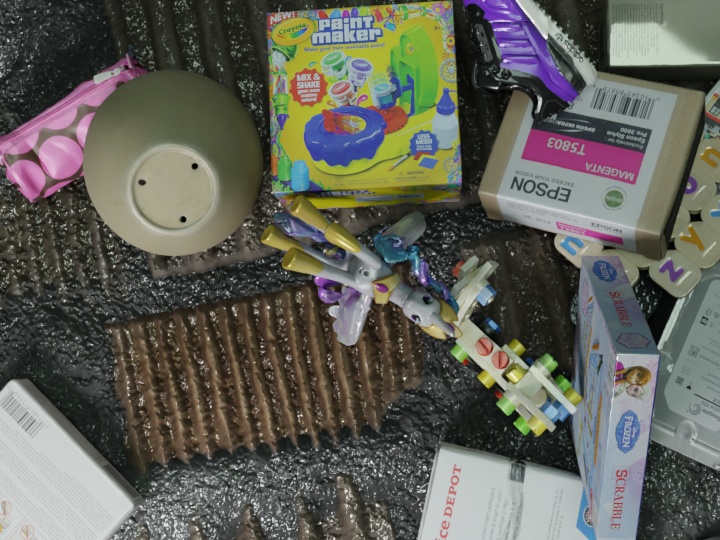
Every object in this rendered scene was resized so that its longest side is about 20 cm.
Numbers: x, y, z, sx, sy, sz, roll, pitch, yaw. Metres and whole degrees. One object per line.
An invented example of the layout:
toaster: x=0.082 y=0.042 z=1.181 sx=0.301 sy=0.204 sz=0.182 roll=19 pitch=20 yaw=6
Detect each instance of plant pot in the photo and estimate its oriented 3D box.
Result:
plant pot: x=-0.197 y=-0.100 z=1.073 sx=0.198 sy=0.135 sz=0.203 roll=-3 pitch=109 yaw=-9

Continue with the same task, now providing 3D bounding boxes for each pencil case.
pencil case: x=-0.316 y=-0.161 z=1.144 sx=0.199 sy=0.094 sz=0.091 roll=-34 pitch=70 yaw=1

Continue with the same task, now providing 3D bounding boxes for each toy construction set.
toy construction set: x=0.146 y=0.086 z=1.063 sx=0.092 sy=0.131 sz=0.201 roll=-31 pitch=72 yaw=4

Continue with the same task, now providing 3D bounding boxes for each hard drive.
hard drive: x=0.364 y=0.096 z=1.080 sx=0.139 sy=0.038 sz=0.202 roll=26 pitch=88 yaw=-14

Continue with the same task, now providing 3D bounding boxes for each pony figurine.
pony figurine: x=0.000 y=0.000 z=1.046 sx=0.199 sy=0.193 sz=0.168 roll=29 pitch=94 yaw=-23

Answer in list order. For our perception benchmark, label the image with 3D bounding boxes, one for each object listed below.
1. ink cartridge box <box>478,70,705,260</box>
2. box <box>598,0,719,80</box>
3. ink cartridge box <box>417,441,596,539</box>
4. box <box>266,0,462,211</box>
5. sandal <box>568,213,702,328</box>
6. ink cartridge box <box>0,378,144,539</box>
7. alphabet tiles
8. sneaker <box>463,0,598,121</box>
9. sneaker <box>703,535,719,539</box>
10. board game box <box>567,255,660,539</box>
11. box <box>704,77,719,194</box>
ink cartridge box: x=0.243 y=-0.120 z=1.073 sx=0.198 sy=0.075 sz=0.166 roll=15 pitch=77 yaw=22
box: x=0.363 y=-0.253 z=1.112 sx=0.197 sy=0.068 sz=0.083 roll=2 pitch=86 yaw=4
ink cartridge box: x=0.162 y=0.274 z=1.078 sx=0.197 sy=0.084 sz=0.146 roll=13 pitch=86 yaw=4
box: x=0.006 y=-0.174 z=1.107 sx=0.197 sy=0.122 sz=0.195 roll=-3 pitch=84 yaw=4
sandal: x=0.307 y=0.005 z=1.112 sx=0.200 sy=0.048 sz=0.076 roll=-39 pitch=83 yaw=-10
ink cartridge box: x=-0.373 y=0.253 z=1.140 sx=0.200 sy=0.045 sz=0.176 roll=44 pitch=89 yaw=7
alphabet tiles: x=0.304 y=-0.071 z=1.084 sx=0.200 sy=0.015 sz=0.195 roll=-47 pitch=64 yaw=0
sneaker: x=0.141 y=-0.233 z=1.036 sx=0.100 sy=0.070 sz=0.200 roll=-45 pitch=90 yaw=7
sneaker: x=0.354 y=0.382 z=1.067 sx=0.111 sy=0.078 sz=0.201 roll=34 pitch=99 yaw=2
board game box: x=0.241 y=0.118 z=0.991 sx=0.041 sy=0.200 sz=0.202 roll=1 pitch=116 yaw=2
box: x=0.437 y=-0.106 z=1.112 sx=0.199 sy=0.035 sz=0.110 roll=40 pitch=90 yaw=6
